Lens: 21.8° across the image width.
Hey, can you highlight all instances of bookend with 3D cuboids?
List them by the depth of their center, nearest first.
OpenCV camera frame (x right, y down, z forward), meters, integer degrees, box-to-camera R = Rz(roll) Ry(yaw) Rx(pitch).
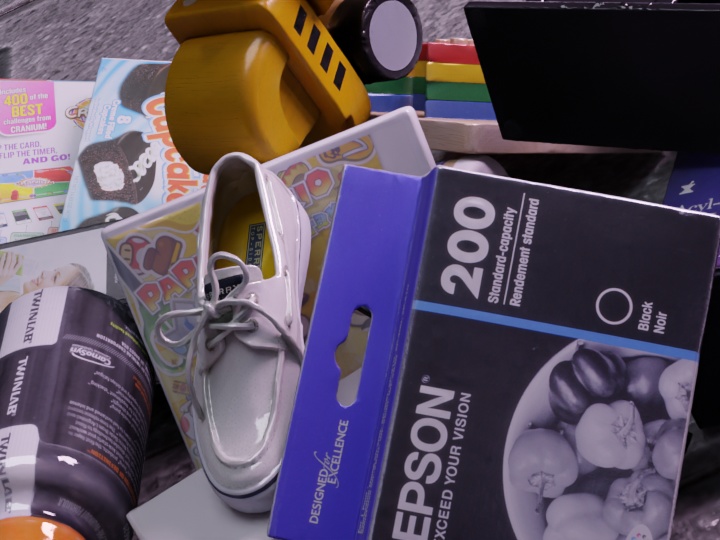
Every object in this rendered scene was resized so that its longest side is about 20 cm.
[{"bbox_3d":[0.197,-0.161,1.053,0.197,0.093,0.200,7,42,35],"label":"bookend"}]

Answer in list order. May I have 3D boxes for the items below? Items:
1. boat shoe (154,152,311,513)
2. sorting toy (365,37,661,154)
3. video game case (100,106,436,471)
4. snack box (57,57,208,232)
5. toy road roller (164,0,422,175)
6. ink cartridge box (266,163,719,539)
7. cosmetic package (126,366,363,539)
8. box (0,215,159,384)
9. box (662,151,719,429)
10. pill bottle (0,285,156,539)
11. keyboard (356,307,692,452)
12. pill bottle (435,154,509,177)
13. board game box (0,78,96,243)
[{"bbox_3d":[-0.064,0.022,0.981,0.074,0.086,0.204,-10,55,20],"label":"boat shoe"},{"bbox_3d":[0.069,-0.120,1.245,0.198,0.070,0.199,-4,10,-44],"label":"sorting toy"},{"bbox_3d":[-0.029,0.025,1.088,0.198,0.183,0.023,-21,6,11],"label":"video game case"},{"bbox_3d":[-0.142,-0.062,1.305,0.115,0.037,0.201,4,53,5],"label":"snack box"},{"bbox_3d":[-0.068,-0.148,1.121,0.122,0.200,0.147,0,48,44],"label":"toy road roller"},{"bbox_3d":[0.064,0.053,0.915,0.198,0.043,0.200,9,81,10],"label":"ink cartridge box"},{"bbox_3d":[-0.012,0.128,1.001,0.199,0.085,0.108,-32,30,-8],"label":"cosmetic package"},{"bbox_3d":[-0.205,0.034,1.193,0.198,0.117,0.061,-11,59,14],"label":"box"},{"bbox_3d":[0.249,-0.024,1.012,0.147,0.105,0.201,-11,32,27],"label":"box"},{"bbox_3d":[-0.175,0.109,1.057,0.105,0.107,0.201,-18,35,14],"label":"pill bottle"},{"bbox_3d":[0.088,0.039,1.000,0.199,0.040,0.104,29,13,22],"label":"keyboard"},{"bbox_3d":[0.000,0.000,1.172,0.198,0.112,0.111,-12,32,26],"label":"pill bottle"},{"bbox_3d":[-0.207,-0.050,1.347,0.151,0.040,0.201,1,54,1],"label":"board game box"}]
